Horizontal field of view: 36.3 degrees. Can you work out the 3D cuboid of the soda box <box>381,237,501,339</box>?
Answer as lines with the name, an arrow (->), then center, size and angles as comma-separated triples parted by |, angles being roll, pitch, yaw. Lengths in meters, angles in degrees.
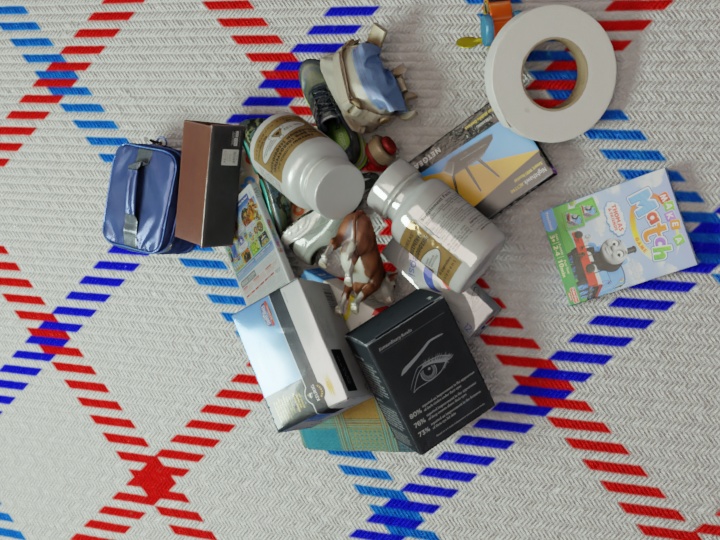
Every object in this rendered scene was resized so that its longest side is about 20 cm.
soda box -> 0.128, 0.015, 1.737 | 0.200, 0.068, 0.064 | 46, 106, 14

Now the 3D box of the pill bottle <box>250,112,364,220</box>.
pill bottle -> -0.081, -0.159, 1.699 | 0.200, 0.113, 0.115 | 41, 107, 47

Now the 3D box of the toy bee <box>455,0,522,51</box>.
toy bee -> 0.219, -0.377, 1.679 | 0.129, 0.109, 0.203 | 14, 102, -7

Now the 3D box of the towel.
towel -> -0.014, 0.236, 1.793 | 0.197, 0.022, 0.148 | -2, 121, 19

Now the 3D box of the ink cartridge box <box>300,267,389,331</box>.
ink cartridge box -> -0.022, 0.093, 1.796 | 0.198, 0.067, 0.117 | 28, 101, 17

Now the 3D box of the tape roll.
tape roll -> 0.282, -0.291, 1.632 | 0.200, 0.037, 0.206 | -2, 101, -11

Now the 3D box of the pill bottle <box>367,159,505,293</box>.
pill bottle -> 0.111, -0.071, 1.655 | 0.200, 0.114, 0.115 | 41, 105, 12

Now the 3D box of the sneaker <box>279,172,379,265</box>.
sneaker -> -0.038, -0.088, 1.789 | 0.200, 0.074, 0.080 | -40, 89, 21

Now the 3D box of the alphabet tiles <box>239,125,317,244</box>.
alphabet tiles -> -0.114, -0.144, 1.851 | 0.193, 0.015, 0.203 | 4, 93, 18

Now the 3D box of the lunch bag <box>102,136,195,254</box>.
lunch bag -> -0.353, -0.129, 1.879 | 0.134, 0.132, 0.203 | 11, 96, 20

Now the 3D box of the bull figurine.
bull figurine -> 0.000, 0.000, 1.689 | 0.064, 0.201, 0.122 | 11, 52, 29

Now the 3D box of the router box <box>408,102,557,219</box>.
router box -> 0.186, -0.157, 1.716 | 0.199, 0.051, 0.150 | -36, 82, 19

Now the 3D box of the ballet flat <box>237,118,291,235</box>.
ballet flat -> -0.144, -0.161, 1.822 | 0.073, 0.074, 0.202 | -21, 89, 20

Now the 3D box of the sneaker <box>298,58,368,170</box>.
sneaker -> -0.047, -0.258, 1.781 | 0.073, 0.081, 0.202 | -28, 81, 8

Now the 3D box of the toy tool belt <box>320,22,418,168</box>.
toy tool belt -> 0.029, -0.278, 1.737 | 0.122, 0.124, 0.202 | -31, 82, 27

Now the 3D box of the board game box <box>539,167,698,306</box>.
board game box -> 0.388, -0.049, 1.654 | 0.198, 0.037, 0.153 | -20, 84, 19

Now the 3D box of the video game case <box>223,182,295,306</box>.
video game case -> -0.174, -0.025, 1.831 | 0.143, 0.018, 0.202 | -38, 71, 49

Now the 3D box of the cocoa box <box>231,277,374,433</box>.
cocoa box -> -0.088, 0.133, 1.705 | 0.130, 0.133, 0.202 | -28, 77, 17

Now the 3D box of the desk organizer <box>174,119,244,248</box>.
desk organizer -> -0.252, -0.146, 1.819 | 0.076, 0.071, 0.203 | 18, 106, 40

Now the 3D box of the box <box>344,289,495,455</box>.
box -> 0.090, 0.152, 1.675 | 0.147, 0.104, 0.202 | -29, 104, -16
